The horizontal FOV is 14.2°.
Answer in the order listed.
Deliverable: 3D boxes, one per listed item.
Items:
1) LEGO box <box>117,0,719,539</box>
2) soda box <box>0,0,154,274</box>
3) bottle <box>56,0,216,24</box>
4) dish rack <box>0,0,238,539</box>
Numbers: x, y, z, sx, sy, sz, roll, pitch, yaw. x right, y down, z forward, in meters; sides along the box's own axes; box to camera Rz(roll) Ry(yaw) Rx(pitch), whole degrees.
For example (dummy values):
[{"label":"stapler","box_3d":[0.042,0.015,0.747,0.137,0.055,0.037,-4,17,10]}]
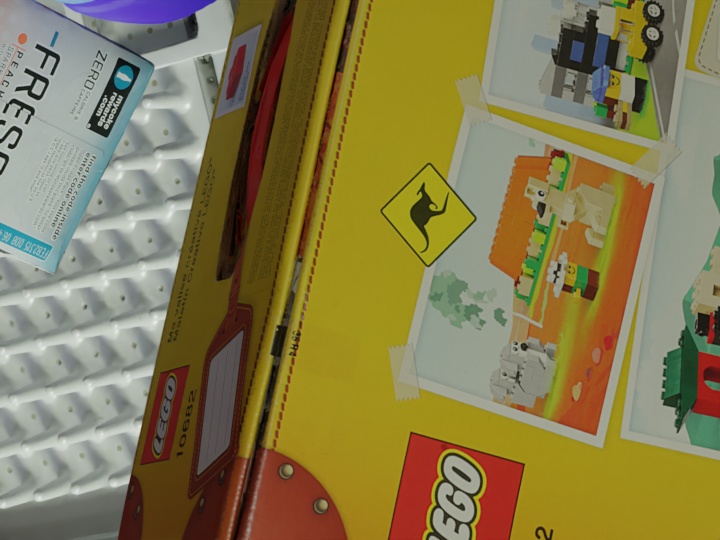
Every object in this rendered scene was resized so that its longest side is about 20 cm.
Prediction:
[{"label":"LEGO box","box_3d":[0.044,-0.013,0.638,0.148,0.201,0.077,17,167,-20]},{"label":"soda box","box_3d":[-0.150,-0.067,0.790,0.200,0.064,0.068,27,-179,43]},{"label":"bottle","box_3d":[-0.116,-0.116,0.652,0.200,0.066,0.083,19,168,-31]},{"label":"dish rack","box_3d":[-0.083,-0.003,0.841,0.171,0.201,0.043,-13,180,32]}]
